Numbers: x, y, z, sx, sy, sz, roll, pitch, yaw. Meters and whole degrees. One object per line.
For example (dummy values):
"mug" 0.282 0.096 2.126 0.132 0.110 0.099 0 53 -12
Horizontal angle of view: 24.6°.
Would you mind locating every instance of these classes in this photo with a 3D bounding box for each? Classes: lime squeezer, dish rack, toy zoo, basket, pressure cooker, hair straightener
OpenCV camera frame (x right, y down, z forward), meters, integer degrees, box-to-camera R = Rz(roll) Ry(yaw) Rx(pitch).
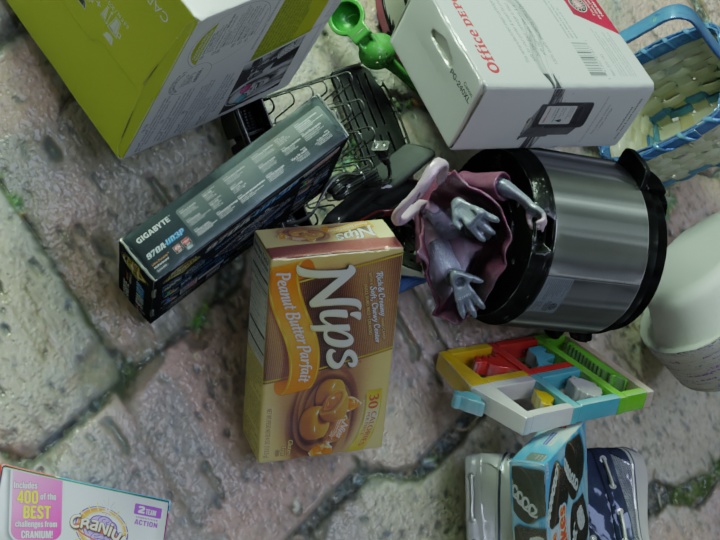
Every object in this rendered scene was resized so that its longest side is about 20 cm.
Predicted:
"lime squeezer" 0.001 -0.232 1.561 0.200 0.038 0.071 45 28 -18
"dish rack" -0.028 -0.111 1.518 0.200 0.054 0.154 -23 94 -37
"toy zoo" 0.164 0.106 1.564 0.199 0.131 0.021 -7 119 -36
"basket" 0.304 -0.181 1.694 0.200 0.176 0.140 32 48 -42
"pressure cooker" 0.195 -0.024 1.580 0.199 0.176 0.180 6 78 -30
"hair straightener" 0.001 -0.079 1.442 0.200 0.041 0.077 -27 128 -47

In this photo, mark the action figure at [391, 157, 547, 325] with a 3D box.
"action figure" 0.071 -0.039 1.430 0.149 0.134 0.200 38 16 -18

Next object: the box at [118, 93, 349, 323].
"box" -0.106 -0.046 1.346 0.200 0.159 0.046 -38 85 -14

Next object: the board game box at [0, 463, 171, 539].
"board game box" -0.235 0.265 1.289 0.153 0.040 0.201 18 69 -31

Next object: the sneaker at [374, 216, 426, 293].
"sneaker" 0.000 0.000 1.504 0.200 0.089 0.079 -10 64 -53

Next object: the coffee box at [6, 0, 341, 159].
"coffee box" -0.149 -0.250 1.346 0.197 0.200 0.200 -30 78 -37

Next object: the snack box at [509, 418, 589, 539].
"snack box" 0.177 0.249 1.523 0.116 0.037 0.201 -32 122 -59

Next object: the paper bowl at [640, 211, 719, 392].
"paper bowl" 0.372 0.017 1.680 0.104 0.200 0.201 45 58 -18

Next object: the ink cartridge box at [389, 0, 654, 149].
"ink cartridge box" 0.146 -0.190 1.517 0.199 0.084 0.146 -4 52 -32

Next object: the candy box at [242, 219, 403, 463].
"candy box" -0.034 0.061 1.390 0.115 0.055 0.201 -6 120 -20

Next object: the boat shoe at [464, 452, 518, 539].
"boat shoe" 0.118 0.267 1.526 0.074 0.065 0.201 14 80 -72

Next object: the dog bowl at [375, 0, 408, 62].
"dog bowl" 0.101 -0.266 1.635 0.199 0.074 0.201 9 73 -33

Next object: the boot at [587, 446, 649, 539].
"boot" 0.234 0.271 1.612 0.090 0.073 0.201 6 69 -26
